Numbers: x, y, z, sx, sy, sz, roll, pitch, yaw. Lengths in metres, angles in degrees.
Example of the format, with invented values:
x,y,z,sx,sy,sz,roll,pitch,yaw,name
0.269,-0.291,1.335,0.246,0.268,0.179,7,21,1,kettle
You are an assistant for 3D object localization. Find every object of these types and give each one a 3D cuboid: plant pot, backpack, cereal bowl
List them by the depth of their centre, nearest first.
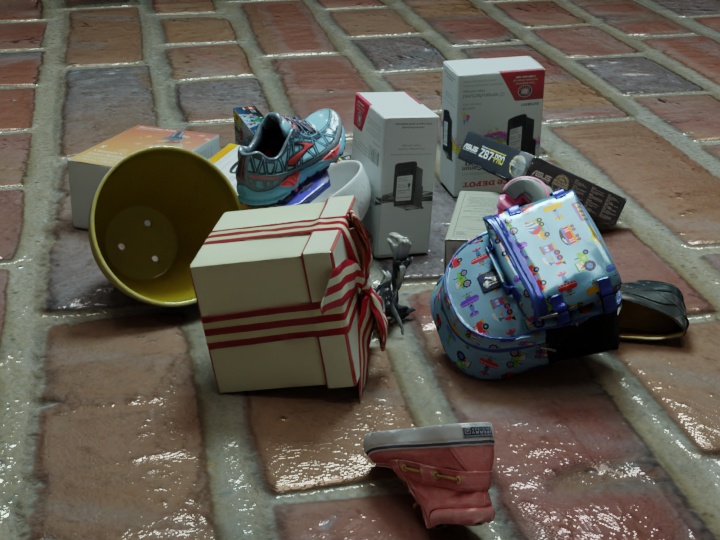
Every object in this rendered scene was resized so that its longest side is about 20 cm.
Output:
x,y,z,sx,sy,sz,roll,pitch,yaw,name
0.178,0.021,1.489,0.198,0.135,0.184,-17,57,-2,backpack
-0.264,-0.045,1.687,0.199,0.202,0.142,-12,-4,-26,plant pot
-0.071,-0.069,1.801,0.199,0.084,0.200,-22,18,8,cereal bowl

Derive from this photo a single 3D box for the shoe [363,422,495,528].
x,y,z,sx,sy,sz,roll,pitch,yaw,name
0.061,0.193,1.222,0.071,0.092,0.200,2,-11,-26,shoe

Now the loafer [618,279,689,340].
x,y,z,sx,sy,sz,roll,pitch,yaw,name
0.293,0.049,1.566,0.198,0.073,0.072,-2,27,-1,loafer

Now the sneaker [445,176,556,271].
x,y,z,sx,sy,sz,roll,pitch,yaw,name
0.182,-0.030,1.634,0.079,0.200,0.095,44,24,17,sneaker

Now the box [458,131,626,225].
x,y,z,sx,sy,sz,roll,pitch,yaw,name
0.263,-0.134,1.911,0.199,0.049,0.161,19,9,-35,box

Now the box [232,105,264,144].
x,y,z,sx,sy,sz,roll,pitch,yaw,name
-0.150,-0.156,1.980,0.037,0.138,0.200,-8,24,-15,box

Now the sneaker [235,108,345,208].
x,y,z,sx,sy,sz,roll,pitch,yaw,name
-0.086,-0.164,1.680,0.079,0.096,0.200,14,42,30,sneaker

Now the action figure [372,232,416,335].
x,y,z,sx,sy,sz,roll,pitch,yaw,name
0.000,0.000,1.636,0.118,0.103,0.200,-2,27,-30,action figure

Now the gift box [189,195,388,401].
x,y,z,sx,sy,sz,roll,pitch,yaw,name
-0.070,0.038,1.463,0.185,0.186,0.200,-6,28,11,gift box

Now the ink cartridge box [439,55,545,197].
x,y,z,sx,sy,sz,roll,pitch,yaw,name
0.206,-0.225,2.060,0.144,0.202,0.083,-6,25,-13,ink cartridge box

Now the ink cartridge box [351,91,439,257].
x,y,z,sx,sy,sz,roll,pitch,yaw,name
0.043,-0.136,1.850,0.083,0.202,0.145,-3,22,-17,ink cartridge box

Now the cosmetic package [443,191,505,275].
x,y,z,sx,sy,sz,roll,pitch,yaw,name
0.173,-0.042,1.781,0.103,0.074,0.200,4,23,10,cosmetic package

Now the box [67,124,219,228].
x,y,z,sx,sy,sz,roll,pitch,yaw,name
-0.320,-0.136,1.977,0.151,0.107,0.200,8,24,21,box

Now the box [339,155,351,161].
x,y,z,sx,sy,sz,roll,pitch,yaw,name
-0.038,-0.126,2.022,0.160,0.050,0.200,-6,23,-17,box

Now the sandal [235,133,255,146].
x,y,z,sx,sy,sz,roll,pitch,yaw,name
-0.179,-0.116,1.864,0.075,0.200,0.048,50,11,30,sandal

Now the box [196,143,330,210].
x,y,z,sx,sy,sz,roll,pitch,yaw,name
-0.134,-0.110,1.741,0.199,0.042,0.119,17,43,35,box
